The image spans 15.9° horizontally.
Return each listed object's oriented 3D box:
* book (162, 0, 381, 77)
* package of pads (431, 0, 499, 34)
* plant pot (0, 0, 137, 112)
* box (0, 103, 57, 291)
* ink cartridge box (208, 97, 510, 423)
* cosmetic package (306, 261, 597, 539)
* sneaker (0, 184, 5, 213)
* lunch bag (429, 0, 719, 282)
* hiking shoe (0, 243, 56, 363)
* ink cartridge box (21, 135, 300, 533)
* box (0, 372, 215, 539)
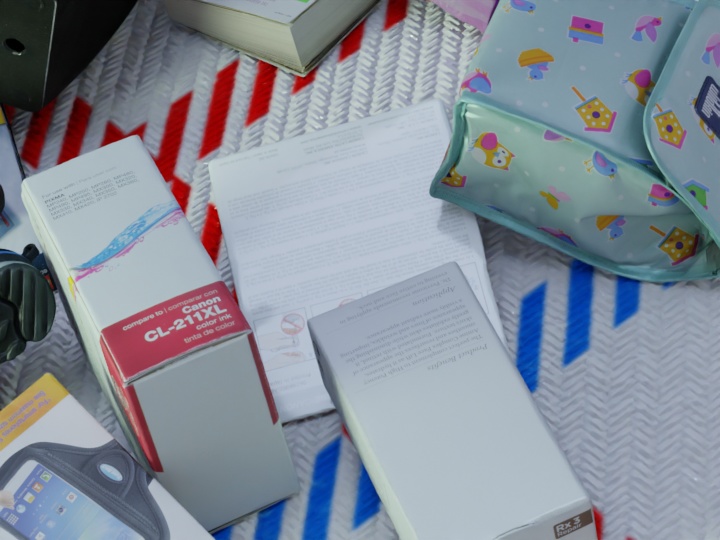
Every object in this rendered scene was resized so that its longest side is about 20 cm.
[{"bbox_3d":[-0.032,-0.234,1.851,0.133,0.048,0.200,23,55,36],"label":"book"},{"bbox_3d":[0.034,-0.264,1.755,0.200,0.121,0.076,34,58,9],"label":"package of pads"},{"bbox_3d":[-0.251,-0.230,1.770,0.199,0.200,0.178,19,56,-1],"label":"plant pot"},{"bbox_3d":[-0.292,-0.041,1.741,0.136,0.038,0.200,-20,44,-3],"label":"box"},{"bbox_3d":[0.000,0.000,1.625,0.159,0.047,0.201,-15,61,1],"label":"ink cartridge box"},{"bbox_3d":[0.052,0.097,1.472,0.101,0.074,0.200,-21,50,-6],"label":"cosmetic package"},{"bbox_3d":[-0.325,-0.078,1.710,0.200,0.067,0.108,-5,50,16],"label":"sneaker"},{"bbox_3d":[0.165,-0.094,1.602,0.199,0.122,0.171,21,49,7],"label":"lunch bag"},{"bbox_3d":[-0.282,0.049,1.585,0.199,0.075,0.087,-22,20,-6],"label":"hiking shoe"},{"bbox_3d":[-0.121,0.037,1.535,0.083,0.146,0.200,-23,45,-9],"label":"ink cartridge box"},{"bbox_3d":[-0.152,0.166,1.439,0.200,0.042,0.119,42,65,15],"label":"box"}]
